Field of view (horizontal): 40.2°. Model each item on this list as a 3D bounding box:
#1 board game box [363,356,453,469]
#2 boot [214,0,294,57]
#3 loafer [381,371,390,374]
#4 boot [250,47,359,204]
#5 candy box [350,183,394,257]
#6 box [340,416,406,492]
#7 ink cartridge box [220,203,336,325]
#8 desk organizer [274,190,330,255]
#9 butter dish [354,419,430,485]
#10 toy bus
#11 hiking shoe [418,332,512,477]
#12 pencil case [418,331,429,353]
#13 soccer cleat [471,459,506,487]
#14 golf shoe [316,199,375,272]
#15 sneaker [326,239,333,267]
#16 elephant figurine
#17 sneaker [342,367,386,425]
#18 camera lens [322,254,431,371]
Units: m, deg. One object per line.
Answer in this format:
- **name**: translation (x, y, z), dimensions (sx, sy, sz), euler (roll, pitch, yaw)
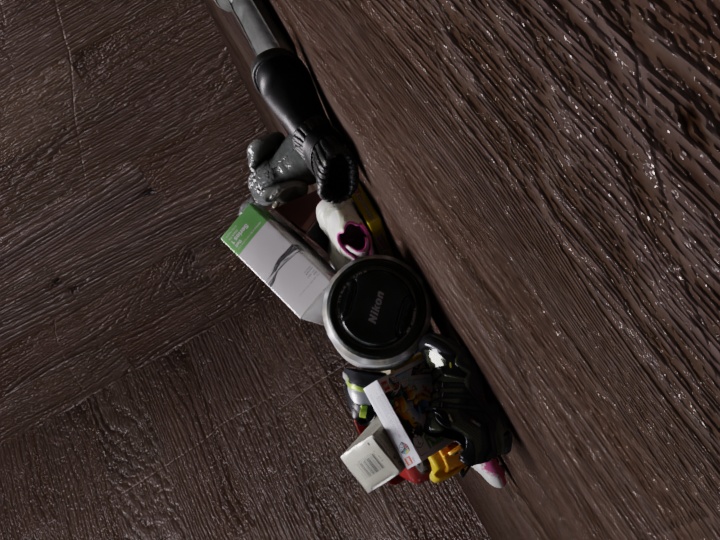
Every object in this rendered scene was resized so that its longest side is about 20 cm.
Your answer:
- **board game box**: translation (0.101, 0.192, 1.420), dimensions (0.199, 0.035, 0.127), euler (-18, -104, -52)
- **boot**: translation (-0.165, -0.390, 1.564), dimensions (0.201, 0.072, 0.182), euler (55, 178, 6)
- **loafer**: translation (0.027, 0.109, 1.828), dimensions (0.075, 0.068, 0.202), euler (1, -115, -52)
- **boot**: translation (-0.075, -0.210, 1.431), dimensions (0.211, 0.079, 0.158), euler (53, -170, -47)
- **candy box**: translation (0.022, -0.063, 1.625), dimensions (0.200, 0.026, 0.103), euler (67, 177, -56)
- **box**: translation (0.059, 0.232, 1.439), dimensions (0.069, 0.082, 0.200), euler (51, -142, 1)
- **ink cartridge box**: translation (-0.114, -0.006, 1.629), dimensions (0.200, 0.084, 0.146), euler (44, -174, 19)
- **desk organizer**: translation (-0.068, -0.083, 1.682), dimensions (0.077, 0.072, 0.200), euler (36, 178, 21)
- **butter dish**: translation (0.121, 0.302, 1.796), dimensions (0.148, 0.199, 0.201), euler (37, 157, 57)
- **toy bus**: translation (0.131, 0.219, 1.592), dimensions (0.201, 0.135, 0.192), euler (58, 160, 16)
- **hiking shoe**: translation (0.122, 0.179, 1.352), dimensions (0.201, 0.100, 0.076), euler (57, 161, 23)
- **pencil case**: translation (0.077, 0.117, 1.714), dimensions (0.201, 0.086, 0.079), euler (63, -162, -46)
- **soccer cleat**: translation (0.176, 0.298, 1.708), dimensions (0.201, 0.086, 0.070), euler (60, 177, 17)
- **golf shoe**: translation (-0.010, -0.029, 1.576), dimensions (0.092, 0.075, 0.201), euler (51, 171, 50)
- **sneaker**: translation (0.000, 0.000, 1.689), dimensions (0.108, 0.070, 0.201), euler (37, 145, 25)
- **elephant figurine**: translation (-0.130, -0.161, 1.642), dimensions (0.156, 0.199, 0.142), euler (64, 176, -34)
- **sneaker**: translation (0.001, 0.197, 1.530), dimensions (0.200, 0.071, 0.084), euler (52, -134, -85)
- **camera lens**: translation (0.025, 0.069, 1.493), dimensions (0.161, 0.159, 0.200), euler (61, 177, 9)
